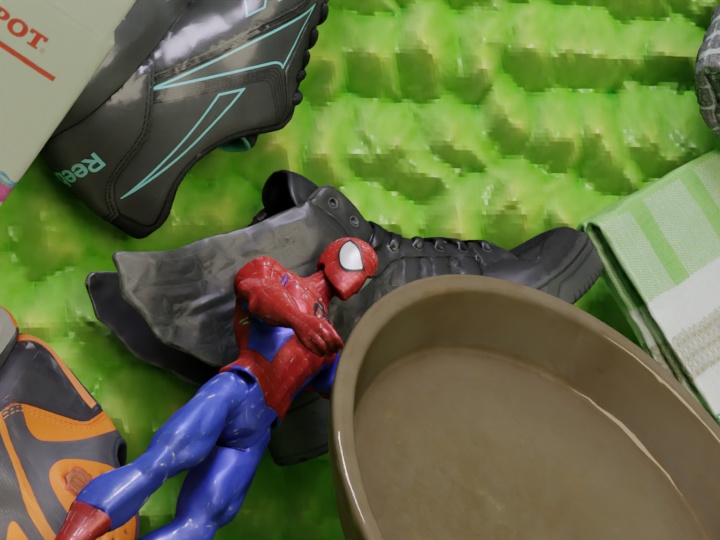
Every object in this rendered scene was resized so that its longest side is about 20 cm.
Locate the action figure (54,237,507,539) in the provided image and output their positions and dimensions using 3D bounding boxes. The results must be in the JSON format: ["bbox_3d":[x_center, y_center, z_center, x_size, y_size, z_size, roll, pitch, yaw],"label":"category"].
[{"bbox_3d":[-0.027,0.056,1.027,0.200,0.098,0.065,-57,130,-38],"label":"action figure"}]

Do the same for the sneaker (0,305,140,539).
[{"bbox_3d":[-0.143,0.111,1.018,0.112,0.078,0.200,44,59,-8],"label":"sneaker"}]

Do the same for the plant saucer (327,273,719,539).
[{"bbox_3d":[0.067,0.090,0.987,0.199,0.029,0.201,27,40,-24],"label":"plant saucer"}]

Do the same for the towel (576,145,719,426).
[{"bbox_3d":[0.180,0.044,1.241,0.149,0.031,0.201,-27,85,-46],"label":"towel"}]

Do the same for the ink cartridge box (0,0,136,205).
[{"bbox_3d":[-0.160,-0.073,1.006,0.116,0.200,0.068,34,16,-16],"label":"ink cartridge box"}]

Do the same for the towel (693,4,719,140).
[{"bbox_3d":[0.242,-0.075,1.279,0.200,0.085,0.166,43,46,-13],"label":"towel"}]

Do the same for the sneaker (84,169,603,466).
[{"bbox_3d":[-0.001,0.001,1.143,0.199,0.060,0.105,-31,94,-29],"label":"sneaker"}]

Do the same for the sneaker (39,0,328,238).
[{"bbox_3d":[-0.050,-0.096,1.151,0.200,0.075,0.079,-44,107,-23],"label":"sneaker"}]

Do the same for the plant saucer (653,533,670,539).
[{"bbox_3d":[0.077,0.203,1.025,0.200,0.048,0.201,-45,136,-55],"label":"plant saucer"}]
